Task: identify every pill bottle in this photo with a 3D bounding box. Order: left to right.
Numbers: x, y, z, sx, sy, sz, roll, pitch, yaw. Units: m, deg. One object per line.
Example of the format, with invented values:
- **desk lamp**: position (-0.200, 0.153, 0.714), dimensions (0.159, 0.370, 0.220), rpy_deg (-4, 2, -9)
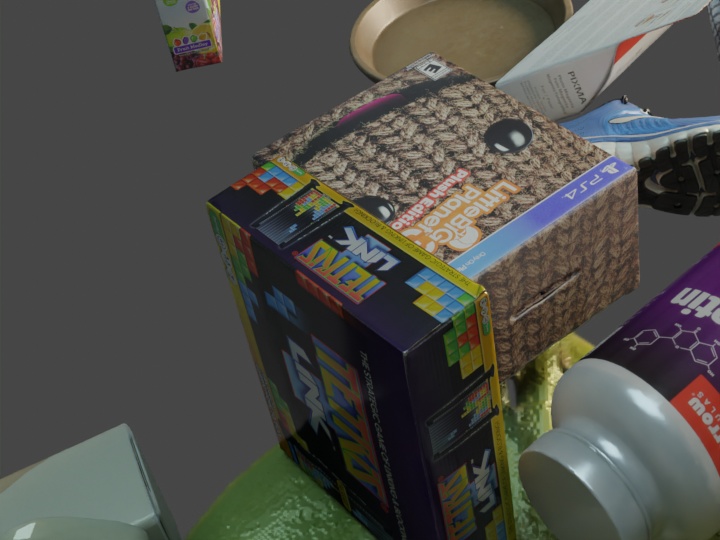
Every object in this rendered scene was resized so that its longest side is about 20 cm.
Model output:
- **pill bottle**: position (0.182, 0.069, 0.621), dimensions (0.199, 0.113, 0.112), rpy_deg (-36, 46, -22)

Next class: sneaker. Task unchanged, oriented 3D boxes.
- **sneaker**: position (0.205, -0.090, 0.812), dimensions (0.197, 0.079, 0.090), rpy_deg (-4, 45, 13)

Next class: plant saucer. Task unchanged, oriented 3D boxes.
- **plant saucer**: position (0.088, -0.207, 1.008), dimensions (0.197, 0.030, 0.202), rpy_deg (-9, 42, 8)

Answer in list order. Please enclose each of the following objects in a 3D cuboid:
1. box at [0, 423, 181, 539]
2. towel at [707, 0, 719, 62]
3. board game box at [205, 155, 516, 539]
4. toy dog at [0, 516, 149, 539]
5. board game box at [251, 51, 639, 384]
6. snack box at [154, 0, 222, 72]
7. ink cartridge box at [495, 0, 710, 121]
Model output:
- **box**: position (-0.197, 0.177, 0.629), dimensions (0.198, 0.096, 0.078), rpy_deg (-23, 42, -11)
- **towel**: position (0.375, -0.219, 0.896), dimensions (0.197, 0.086, 0.167), rpy_deg (-2, 42, 14)
- **board game box**: position (0.003, 0.061, 0.615), dimensions (0.056, 0.202, 0.165), rpy_deg (-33, 44, -22)
- **toy dog**: position (-0.086, 0.236, 0.524), dimensions (0.192, 0.141, 0.201), rpy_deg (9, 29, -31)
- **board game box**: position (0.052, -0.032, 0.737), dimensions (0.158, 0.098, 0.200), rpy_deg (-32, 45, -19)
- **snack box**: position (-0.175, -0.308, 1.106), dimensions (0.052, 0.143, 0.201), rpy_deg (-13, 42, 2)
- **ink cartridge box**: position (0.217, -0.181, 0.860), dimensions (0.162, 0.057, 0.199), rpy_deg (-42, 22, -31)
